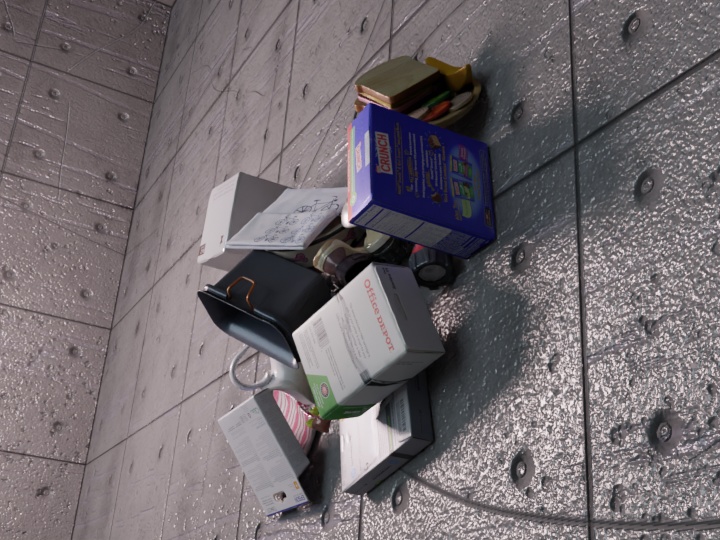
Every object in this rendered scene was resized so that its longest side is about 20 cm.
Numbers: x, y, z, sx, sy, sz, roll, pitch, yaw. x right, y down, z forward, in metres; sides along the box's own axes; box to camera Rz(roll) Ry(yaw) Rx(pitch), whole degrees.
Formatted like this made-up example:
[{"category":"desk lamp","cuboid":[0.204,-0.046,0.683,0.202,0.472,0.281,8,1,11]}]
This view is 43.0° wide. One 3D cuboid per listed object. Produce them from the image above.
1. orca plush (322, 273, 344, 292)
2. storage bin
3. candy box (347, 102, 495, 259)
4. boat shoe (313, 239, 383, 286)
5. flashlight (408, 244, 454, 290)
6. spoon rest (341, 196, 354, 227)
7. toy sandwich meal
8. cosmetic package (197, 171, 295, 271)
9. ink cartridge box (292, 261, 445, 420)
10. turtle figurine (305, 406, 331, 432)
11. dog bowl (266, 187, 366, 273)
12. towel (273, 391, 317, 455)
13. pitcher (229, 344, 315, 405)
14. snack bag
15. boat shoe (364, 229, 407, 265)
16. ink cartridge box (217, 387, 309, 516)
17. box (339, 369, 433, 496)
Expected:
[{"category":"orca plush","cuboid":[-0.061,-0.032,1.669,0.105,0.071,0.200,-57,30,32]},{"category":"storage bin","cuboid":[-0.152,0.045,1.520,0.200,0.146,0.134,21,60,32]},{"category":"candy box","cuboid":[0.083,-0.124,1.276,0.077,0.200,0.169,-41,40,49]},{"category":"boat shoe","cuboid":[0.000,0.000,1.422,0.065,0.200,0.072,44,102,26]},{"category":"flashlight","cuboid":[0.099,-0.064,1.375,0.068,0.068,0.200,73,-172,-46]},{"category":"spoon rest","cuboid":[0.022,-0.132,1.527,0.099,0.061,0.200,-23,29,28]},{"category":"toy sandwich meal","cuboid":[0.086,-0.274,1.401,0.070,0.205,0.205,68,173,-30]},{"category":"cosmetic package","cuboid":[-0.194,-0.077,1.818,0.165,0.200,0.165,-16,61,60]},{"category":"ink cartridge box","cuboid":[0.008,0.102,1.300,0.200,0.083,0.147,-41,58,37]},{"category":"turtle figurine","cuboid":[-0.045,0.174,1.510,0.200,0.064,0.162,-108,31,-69]},{"category":"dog bowl","cuboid":[-0.074,-0.065,1.607,0.074,0.200,0.200,68,171,-27]},{"category":"towel","cuboid":[-0.138,0.302,1.678,0.200,0.030,0.147,32,105,64]},{"category":"pitcher","cuboid":[-0.135,0.125,1.610,0.121,0.171,0.201,161,121,-67]},{"category":"snack bag","cuboid":[-0.113,-0.096,1.589,0.188,0.021,0.200,1,36,39]},{"category":"boat shoe","cuboid":[0.055,-0.063,1.452,0.074,0.066,0.199,-40,14,17]},{"category":"ink cartridge box","cuboid":[-0.161,0.321,1.595,0.200,0.043,0.196,60,146,5]},{"category":"box","cuboid":[0.032,0.224,1.361,0.200,0.041,0.156,-48,35,41]}]
